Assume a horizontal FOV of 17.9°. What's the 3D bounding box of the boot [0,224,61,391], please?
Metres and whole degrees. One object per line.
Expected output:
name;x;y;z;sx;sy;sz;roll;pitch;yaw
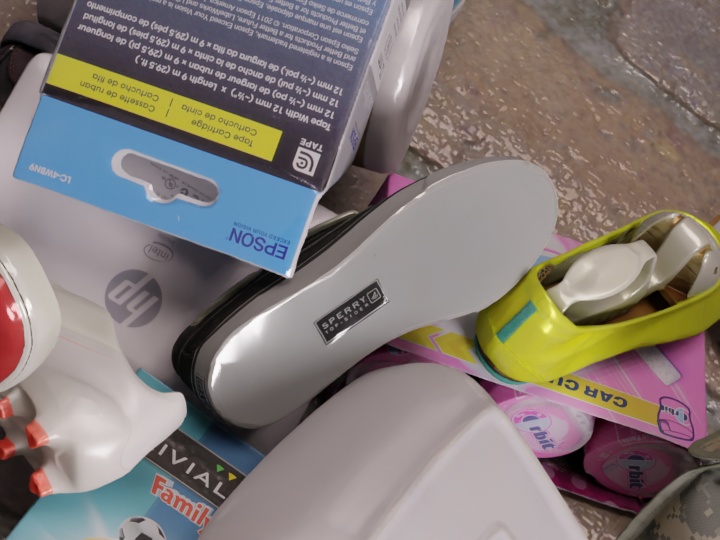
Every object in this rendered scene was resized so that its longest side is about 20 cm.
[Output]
boot;-0.221;0.045;0.932;0.144;0.199;0.073;-29;97;-41

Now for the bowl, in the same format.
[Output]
bowl;0.039;0.150;1.016;0.200;0.074;0.201;-41;103;-47

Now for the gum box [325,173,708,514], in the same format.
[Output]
gum box;0.088;0.042;1.185;0.199;0.066;0.114;19;46;-14

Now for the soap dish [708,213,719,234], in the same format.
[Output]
soap dish;0.299;-0.012;1.267;0.158;0.200;0.081;56;21;21

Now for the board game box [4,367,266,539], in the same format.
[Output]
board game box;-0.091;0.157;1.006;0.151;0.047;0.200;35;46;0

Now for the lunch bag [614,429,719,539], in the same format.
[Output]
lunch bag;0.226;0.122;1.103;0.163;0.200;0.118;-16;63;-36

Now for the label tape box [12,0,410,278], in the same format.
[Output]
label tape box;-0.061;-0.109;1.082;0.142;0.066;0.201;19;84;6

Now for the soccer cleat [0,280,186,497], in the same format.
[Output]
soccer cleat;-0.158;0.027;1.039;0.077;0.070;0.200;-24;50;-31

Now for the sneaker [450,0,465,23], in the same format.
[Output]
sneaker;0.009;-0.166;1.268;0.079;0.131;0.200;40;47;6

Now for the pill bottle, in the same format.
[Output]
pill bottle;-0.060;-0.131;1.174;0.199;0.111;0.111;19;45;7

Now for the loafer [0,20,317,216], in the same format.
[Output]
loafer;-0.111;-0.049;1.161;0.199;0.072;0.063;33;69;6

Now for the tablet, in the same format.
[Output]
tablet;-0.101;-0.004;1.110;0.199;0.014;0.131;29;80;-4

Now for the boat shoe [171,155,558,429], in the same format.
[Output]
boat shoe;0.000;0.000;1.082;0.199;0.071;0.064;-29;27;-16

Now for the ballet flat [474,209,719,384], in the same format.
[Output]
ballet flat;0.139;0.004;1.149;0.199;0.067;0.067;-20;64;-42
